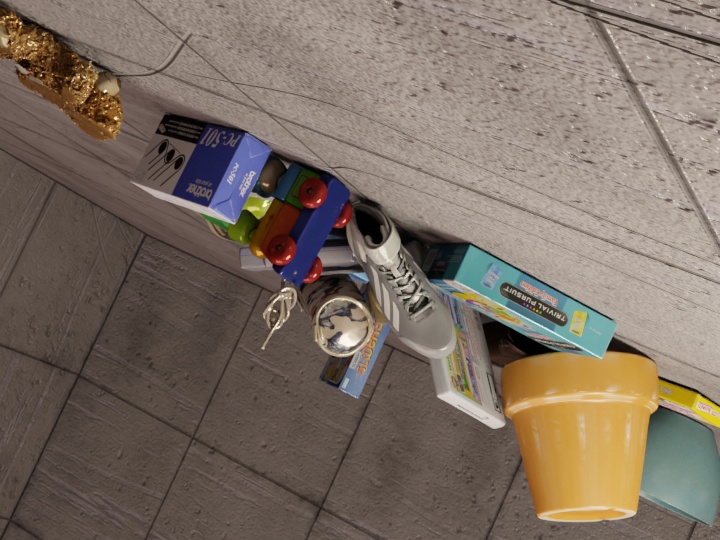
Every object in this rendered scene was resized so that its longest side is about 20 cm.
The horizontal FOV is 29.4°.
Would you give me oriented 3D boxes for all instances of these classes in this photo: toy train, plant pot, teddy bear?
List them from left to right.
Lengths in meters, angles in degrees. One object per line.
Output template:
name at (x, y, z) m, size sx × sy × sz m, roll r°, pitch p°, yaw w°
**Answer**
teddy bear at (-0.335, -0.226, 1.506) m, size 0.199 × 0.067 × 0.145 m, roll 34°, pitch 163°, yaw -15°
toy train at (-0.104, -0.027, 1.534) m, size 0.115 × 0.202 × 0.085 m, roll 27°, pitch 176°, yaw 30°
plant pot at (0.277, 0.214, 1.715) m, size 0.197 × 0.186 × 0.200 m, roll 0°, pitch 163°, yaw 0°
plant pot at (0.484, 0.296, 2.150) m, size 0.198 × 0.136 × 0.200 m, roll 25°, pitch 175°, yaw 2°

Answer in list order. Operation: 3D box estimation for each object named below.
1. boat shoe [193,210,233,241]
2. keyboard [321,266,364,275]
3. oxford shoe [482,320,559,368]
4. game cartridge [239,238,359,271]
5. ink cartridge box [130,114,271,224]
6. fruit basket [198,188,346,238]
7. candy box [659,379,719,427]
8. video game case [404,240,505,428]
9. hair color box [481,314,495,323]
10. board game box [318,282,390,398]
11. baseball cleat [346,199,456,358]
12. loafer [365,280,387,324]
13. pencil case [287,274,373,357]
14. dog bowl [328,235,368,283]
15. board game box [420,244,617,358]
boat shoe at (-0.190, -0.084, 2.043) m, size 0.073 × 0.075 × 0.200 m, roll 23°, pitch 175°, yaw 30°
keyboard at (0.000, 0.000, 1.789) m, size 0.197 × 0.011 × 0.056 m, roll -4°, pitch -174°, yaw -16°
oxford shoe at (0.213, 0.088, 1.835) m, size 0.084 × 0.074 × 0.198 m, roll 32°, pitch 160°, yaw -36°
game cartridge at (-0.047, -0.021, 1.715) m, size 0.196 × 0.039 × 0.130 m, roll -3°, pitch 174°, yaw 2°
ink cartridge box at (-0.187, -0.120, 1.579) m, size 0.044 × 0.095 × 0.199 m, roll 31°, pitch 173°, yaw -36°
fruit basket at (-0.105, -0.084, 1.714) m, size 0.197 × 0.095 × 0.185 m, roll 9°, pitch 173°, yaw 6°
candy box at (0.405, 0.165, 1.873) m, size 0.102 × 0.027 × 0.199 m, roll 26°, pitch 176°, yaw -40°
video game case at (0.118, 0.082, 1.703) m, size 0.022 × 0.203 × 0.182 m, roll -21°, pitch 154°, yaw 20°
hair color box at (0.233, 0.112, 1.982) m, size 0.098 × 0.061 × 0.199 m, roll 30°, pitch 173°, yaw -38°
board game box at (0.009, 0.079, 1.974) m, size 0.034 × 0.202 × 0.135 m, roll 26°, pitch 174°, yaw -13°
baseball cleat at (0.040, 0.011, 1.556) m, size 0.201 × 0.069 × 0.107 m, roll 53°, pitch 176°, yaw 13°
loafer at (0.040, 0.036, 1.707) m, size 0.067 × 0.077 × 0.200 m, roll -22°, pitch 171°, yaw 11°
pencil case at (-0.039, 0.049, 1.793) m, size 0.088 × 0.079 × 0.200 m, roll -17°, pitch -164°, yaw -5°
dog bowl at (-0.013, -0.023, 1.915) m, size 0.110 × 0.050 × 0.200 m, roll 27°, pitch 174°, yaw -10°
board game box at (0.177, 0.035, 1.589) m, size 0.198 × 0.047 × 0.151 m, roll 28°, pitch 175°, yaw -13°
